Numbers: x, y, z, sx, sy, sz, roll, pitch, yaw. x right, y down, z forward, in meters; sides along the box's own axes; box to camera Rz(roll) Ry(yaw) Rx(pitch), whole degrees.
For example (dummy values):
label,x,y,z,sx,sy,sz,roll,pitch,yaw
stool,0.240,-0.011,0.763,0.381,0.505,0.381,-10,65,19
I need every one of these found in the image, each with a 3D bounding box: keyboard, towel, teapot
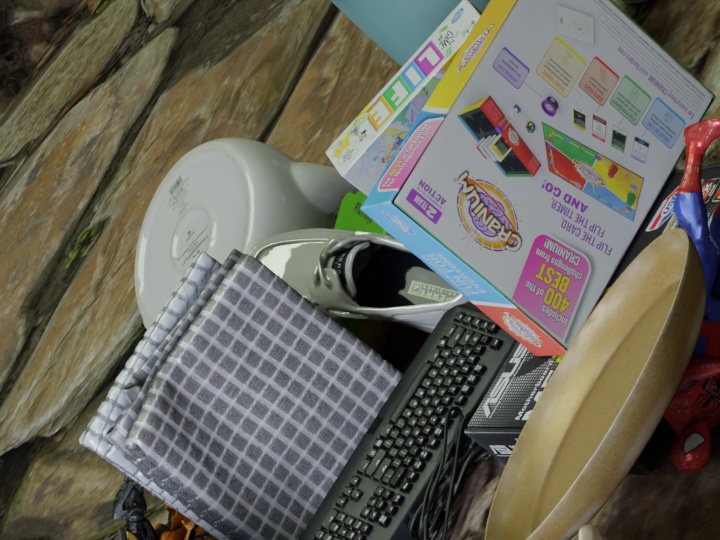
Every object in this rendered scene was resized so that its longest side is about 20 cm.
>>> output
label,x,y,z,sx,sy,sz,roll,pitch,yaw
keyboard,0.038,0.110,1.418,0.104,0.040,0.201,19,70,40
towel,-0.063,0.102,1.472,0.166,0.200,0.085,-56,22,-11
teapot,-0.084,-0.004,1.794,0.199,0.145,0.199,3,79,51

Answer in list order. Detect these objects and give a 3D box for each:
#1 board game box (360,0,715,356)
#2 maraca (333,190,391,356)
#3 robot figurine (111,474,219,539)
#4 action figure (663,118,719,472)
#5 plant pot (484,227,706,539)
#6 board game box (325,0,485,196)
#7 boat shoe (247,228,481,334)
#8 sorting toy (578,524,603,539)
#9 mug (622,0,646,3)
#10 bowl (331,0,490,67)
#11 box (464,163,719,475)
label,x,y,z,sx,sy,sz,roll,pitch,yaw
board game box,0.111,-0.073,1.335,0.201,0.153,0.040,-57,20,-19
maraca,-0.023,0.021,1.642,0.201,0.106,0.137,-64,25,4
robot figurine,-0.099,0.131,1.545,0.058,0.144,0.202,11,92,53
action figure,0.211,0.013,1.201,0.099,0.065,0.202,-11,60,50
plant pot,0.128,0.070,1.154,0.201,0.027,0.200,-60,5,9
board game box,0.091,-0.069,1.432,0.135,0.200,0.034,-47,37,11
boat shoe,0.000,0.000,1.541,0.198,0.065,0.074,5,72,25
sorting toy,0.066,0.257,1.085,0.199,0.107,0.181,-29,40,23
mug,0.203,-0.338,1.696,0.147,0.175,0.201,-23,34,52
bowl,0.086,-0.207,1.591,0.200,0.106,0.201,-30,11,6
box,0.164,0.029,1.331,0.201,0.044,0.160,-57,21,-17
